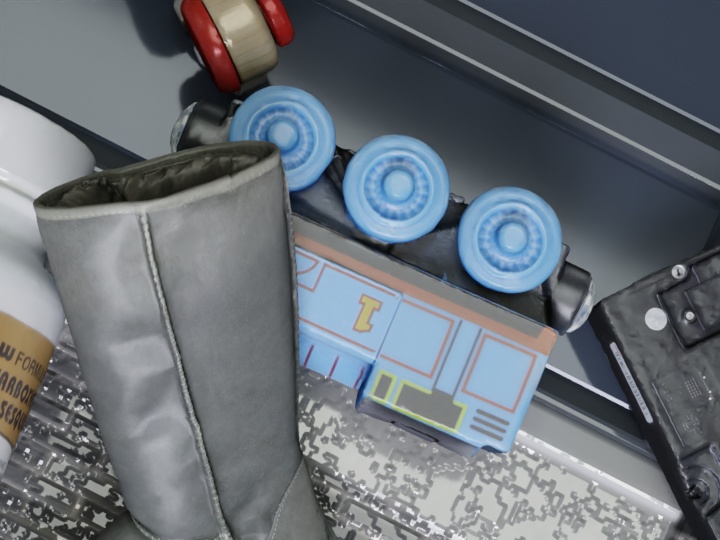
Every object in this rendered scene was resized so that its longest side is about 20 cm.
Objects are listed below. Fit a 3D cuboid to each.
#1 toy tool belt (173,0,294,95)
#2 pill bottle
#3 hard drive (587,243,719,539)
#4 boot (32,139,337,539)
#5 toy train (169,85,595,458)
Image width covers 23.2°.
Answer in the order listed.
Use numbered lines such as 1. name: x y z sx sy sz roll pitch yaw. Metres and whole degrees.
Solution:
1. toy tool belt: -0.050 -0.191 0.778 0.122 0.125 0.201 -26 79 -4
2. pill bottle: -0.185 0.029 0.720 0.114 0.114 0.201 21 77 -2
3. hard drive: 0.221 0.038 0.802 0.199 0.038 0.140 -25 82 -10
4. boot: -0.095 0.063 0.694 0.181 0.073 0.201 -24 125 -21
5. toy train: 0.000 0.000 0.764 0.199 0.087 0.115 24 82 -1
